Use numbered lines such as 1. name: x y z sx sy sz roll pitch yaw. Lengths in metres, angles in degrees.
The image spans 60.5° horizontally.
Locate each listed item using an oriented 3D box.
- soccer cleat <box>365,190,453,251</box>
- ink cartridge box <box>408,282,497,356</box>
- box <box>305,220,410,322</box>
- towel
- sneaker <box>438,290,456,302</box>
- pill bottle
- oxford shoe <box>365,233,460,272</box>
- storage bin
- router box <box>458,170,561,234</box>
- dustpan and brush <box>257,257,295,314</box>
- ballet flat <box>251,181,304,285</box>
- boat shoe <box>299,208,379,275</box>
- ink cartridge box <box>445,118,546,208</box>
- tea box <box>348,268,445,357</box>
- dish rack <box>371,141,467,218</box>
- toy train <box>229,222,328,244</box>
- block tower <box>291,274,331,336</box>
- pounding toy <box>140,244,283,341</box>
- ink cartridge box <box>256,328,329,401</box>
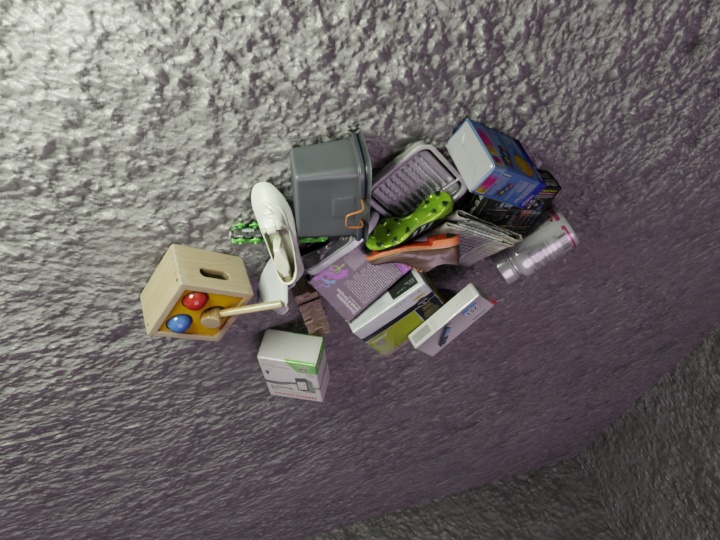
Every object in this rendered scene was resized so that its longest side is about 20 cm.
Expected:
1. soccer cleat: 0.104 -0.092 1.266 0.199 0.068 0.081 -29 158 5
2. ink cartridge box: 0.236 0.130 1.496 0.200 0.045 0.176 -42 144 15
3. box: 0.000 0.000 1.339 0.200 0.036 0.143 -41 118 2
4. towel: 0.227 -0.061 1.377 0.192 0.035 0.200 18 154 -26
5. sneaker: 0.191 0.100 1.642 0.199 0.076 0.088 11 143 -32
6. pill bottle: 0.427 -0.059 1.534 0.199 0.114 0.113 -33 144 12
7. oxford shoe: 0.112 -0.025 1.287 0.199 0.071 0.073 -9 106 2
8. storage bin: -0.056 -0.138 1.127 0.133 0.146 0.201 -7 142 -8
9. router box: 0.332 -0.154 1.396 0.199 0.062 0.150 -2 140 -30
10. dustpan and brush: -0.184 0.039 1.303 0.057 0.141 0.200 15 154 -37
11. ballet flat: -0.151 -0.063 1.134 0.069 0.069 0.201 -19 112 -8
12. boat shoe: -0.053 -0.071 1.273 0.200 0.070 0.066 -36 120 21
13. ink cartridge box: 0.280 -0.208 1.232 0.199 0.137 0.076 11 137 -40
14. tea box: 0.078 0.076 1.466 0.199 0.134 0.197 -34 144 8
15. dish rack: 0.110 -0.172 1.255 0.171 0.044 0.200 -37 143 17
16. toy train: -0.156 -0.071 1.205 0.199 0.042 0.056 -3 172 -15
17. block tower: -0.115 0.088 1.438 0.054 0.058 0.200 -21 146 -5
18. pounding toy: -0.293 0.058 1.214 0.199 0.143 0.184 12 131 -40
19. ink cartridge box: -0.161 0.239 1.531 0.144 0.084 0.201 7 144 9
